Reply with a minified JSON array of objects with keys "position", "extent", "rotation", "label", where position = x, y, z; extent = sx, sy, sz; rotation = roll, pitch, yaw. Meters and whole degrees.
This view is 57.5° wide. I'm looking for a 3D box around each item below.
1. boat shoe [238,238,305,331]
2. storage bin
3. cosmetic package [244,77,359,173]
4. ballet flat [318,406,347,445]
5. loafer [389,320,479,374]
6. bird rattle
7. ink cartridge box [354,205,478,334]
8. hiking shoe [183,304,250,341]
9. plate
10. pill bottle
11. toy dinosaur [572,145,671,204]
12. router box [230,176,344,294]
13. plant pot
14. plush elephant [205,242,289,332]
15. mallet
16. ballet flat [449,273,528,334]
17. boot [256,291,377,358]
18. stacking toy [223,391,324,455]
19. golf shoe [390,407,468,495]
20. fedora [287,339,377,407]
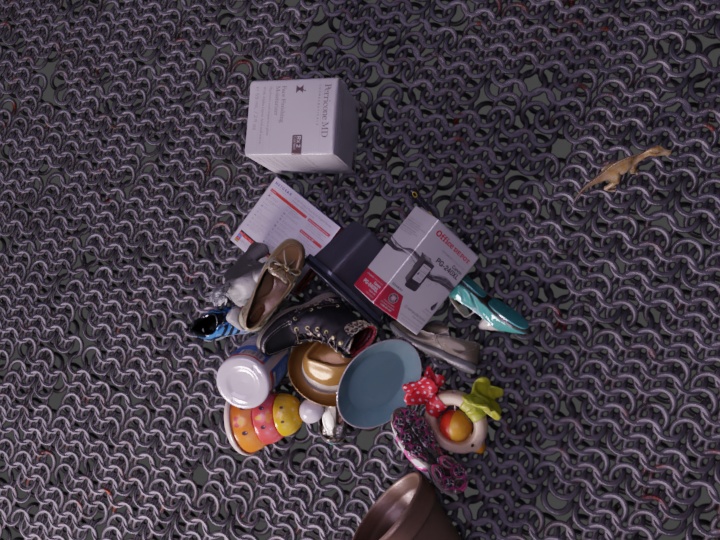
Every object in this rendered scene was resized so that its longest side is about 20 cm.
[{"position":[-0.165,0.030,1.260],"extent":[0.073,0.063,0.200],"rotation":[28,85,-10],"label":"boat shoe"},{"position":[0.000,0.000,1.342],"extent":[0.134,0.200,0.146],"rotation":[-47,34,-5],"label":"storage bin"},{"position":[-0.120,-0.306,1.417],"extent":[0.200,0.165,0.165],"rotation":[2,85,17],"label":"cosmetic package"},{"position":[-0.059,0.267,1.382],"extent":[0.072,0.072,0.201],"rotation":[-4,82,16],"label":"ballet flat"},{"position":[0.154,0.142,1.338],"extent":[0.200,0.075,0.070],"rotation":[25,78,15],"label":"loafer"},{"position":[0.180,0.284,1.296],"extent":[0.200,0.113,0.163],"rotation":[1,100,20],"label":"bird rattle"},{"position":[0.110,-0.001,1.268],"extent":[0.200,0.145,0.083],"rotation":[-52,36,2],"label":"ink cartridge box"},{"position":[-0.284,0.112,1.457],"extent":[0.200,0.087,0.074],"rotation":[-24,77,13],"label":"hiking shoe"},{"position":[0.035,0.223,1.312],"extent":[0.200,0.200,0.026],"rotation":[-59,37,3],"label":"plate"},{"position":[-0.210,0.196,1.359],"extent":[0.112,0.200,0.112],"rotation":[2,103,11],"label":"pill bottle"},{"position":[0.483,-0.189,1.256],"extent":[0.200,0.101,0.058],"rotation":[-29,76,11],"label":"toy dinosaur"},{"position":[-0.161,-0.078,1.463],"extent":[0.200,0.049,0.180],"rotation":[40,95,17],"label":"router box"},{"position":[0.107,0.520,1.254],"extent":[0.175,0.200,0.200],"rotation":[45,97,-1],"label":"plant pot"},{"position":[-0.210,0.058,1.366],"extent":[0.165,0.155,0.200],"rotation":[11,43,44],"label":"plush elephant"},{"position":[0.157,-0.089,1.379],"extent":[0.066,0.041,0.200],"rotation":[-45,69,5],"label":"mallet"},{"position":[0.244,0.077,1.323],"extent":[0.200,0.067,0.070],"rotation":[39,120,17],"label":"ballet flat"},{"position":[-0.084,0.125,1.272],"extent":[0.203,0.074,0.154],"rotation":[-29,39,-28],"label":"boot"},{"position":[-0.168,0.297,1.364],"extent":[0.200,0.146,0.146],"rotation":[-15,79,18],"label":"stacking toy"},{"position":[0.124,0.362,1.300],"extent":[0.073,0.092,0.200],"rotation":[-34,77,-23],"label":"golf shoe"},{"position":[-0.052,0.179,1.343],"extent":[0.200,0.082,0.201],"rotation":[0,55,0],"label":"fedora"}]
